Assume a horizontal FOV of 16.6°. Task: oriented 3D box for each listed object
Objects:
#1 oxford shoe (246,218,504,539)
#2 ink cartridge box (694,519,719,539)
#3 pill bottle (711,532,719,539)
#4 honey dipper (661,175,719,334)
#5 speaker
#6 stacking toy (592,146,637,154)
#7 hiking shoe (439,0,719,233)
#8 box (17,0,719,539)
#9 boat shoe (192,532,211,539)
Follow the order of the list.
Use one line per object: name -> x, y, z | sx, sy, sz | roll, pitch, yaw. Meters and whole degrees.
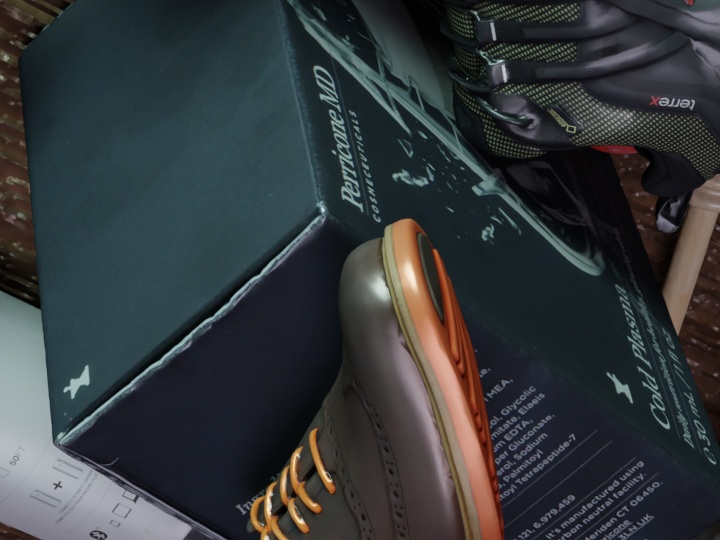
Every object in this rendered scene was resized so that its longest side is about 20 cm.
oxford shoe -> 0.002, 0.070, 0.705 | 0.072, 0.071, 0.200 | -6, 132, -1
ink cartridge box -> 0.126, 0.178, 1.089 | 0.200, 0.083, 0.147 | 32, 119, -32
pill bottle -> 0.235, 0.095, 0.972 | 0.111, 0.111, 0.200 | 30, 130, -32
honey dipper -> 0.126, 0.006, 0.965 | 0.038, 0.038, 0.200 | 0, 133, -11
speaker -> -0.150, 0.044, 0.917 | 0.200, 0.081, 0.081 | 27, 122, -31
stacking toy -> 0.154, -0.099, 0.849 | 0.200, 0.086, 0.085 | -31, 130, 23
hiking shoe -> 0.051, -0.082, 0.755 | 0.200, 0.076, 0.101 | 32, 113, -20
box -> 0.000, 0.000, 0.824 | 0.196, 0.200, 0.124 | 33, 118, -34
boat shoe -> 0.001, 0.097, 1.005 | 0.200, 0.070, 0.066 | -32, 137, 19
